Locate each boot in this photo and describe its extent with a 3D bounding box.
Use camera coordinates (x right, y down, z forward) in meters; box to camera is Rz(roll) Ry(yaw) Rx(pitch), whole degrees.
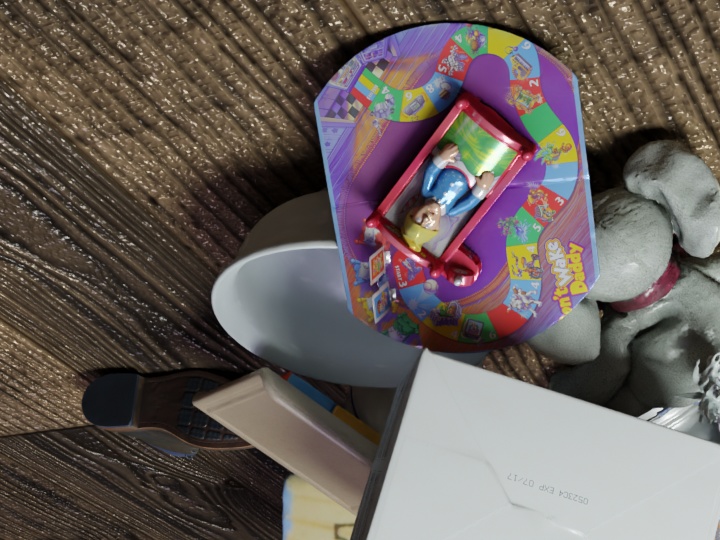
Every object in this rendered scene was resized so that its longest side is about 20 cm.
[{"bbox_3d":[-0.163,0.144,1.127,0.199,0.075,0.097,7,162,16],"label":"boot"}]

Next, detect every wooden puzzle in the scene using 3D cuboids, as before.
[{"bbox_3d":[-0.032,0.139,0.930,0.185,0.037,0.200,37,158,-14],"label":"wooden puzzle"}]

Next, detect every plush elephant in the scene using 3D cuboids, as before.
[{"bbox_3d":[0.178,0.010,0.749,0.164,0.155,0.200,-33,-175,1],"label":"plush elephant"}]

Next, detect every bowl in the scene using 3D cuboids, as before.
[{"bbox_3d":[0.000,0.000,0.820,0.200,0.091,0.201,6,150,4],"label":"bowl"}]

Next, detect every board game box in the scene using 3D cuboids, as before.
[{"bbox_3d":[0.054,-0.041,0.669,0.157,0.039,0.201,-6,104,15],"label":"board game box"}]

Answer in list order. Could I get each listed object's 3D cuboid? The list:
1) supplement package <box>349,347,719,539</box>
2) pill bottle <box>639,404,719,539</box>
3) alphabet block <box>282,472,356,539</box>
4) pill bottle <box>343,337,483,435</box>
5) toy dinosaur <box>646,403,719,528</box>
[{"bbox_3d":[0.101,0.155,0.738,0.190,0.148,0.200,18,171,1],"label":"supplement package"},{"bbox_3d":[0.283,0.169,0.923,0.113,0.113,0.200,-32,91,47],"label":"pill bottle"},{"bbox_3d":[0.048,0.298,1.147,0.199,0.197,0.195,-4,171,20],"label":"alphabet block"},{"bbox_3d":[0.044,0.117,0.980,0.111,0.113,0.200,10,148,-4],"label":"pill bottle"},{"bbox_3d":[0.297,0.113,0.825,0.199,0.105,0.182,6,105,-4],"label":"toy dinosaur"}]
